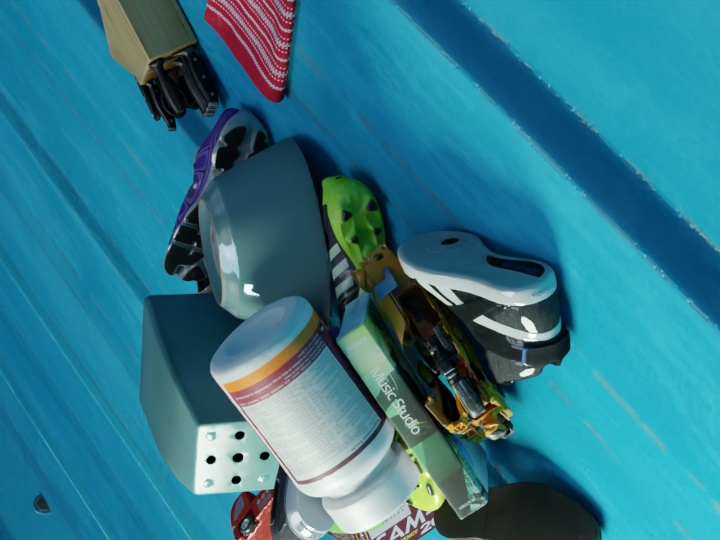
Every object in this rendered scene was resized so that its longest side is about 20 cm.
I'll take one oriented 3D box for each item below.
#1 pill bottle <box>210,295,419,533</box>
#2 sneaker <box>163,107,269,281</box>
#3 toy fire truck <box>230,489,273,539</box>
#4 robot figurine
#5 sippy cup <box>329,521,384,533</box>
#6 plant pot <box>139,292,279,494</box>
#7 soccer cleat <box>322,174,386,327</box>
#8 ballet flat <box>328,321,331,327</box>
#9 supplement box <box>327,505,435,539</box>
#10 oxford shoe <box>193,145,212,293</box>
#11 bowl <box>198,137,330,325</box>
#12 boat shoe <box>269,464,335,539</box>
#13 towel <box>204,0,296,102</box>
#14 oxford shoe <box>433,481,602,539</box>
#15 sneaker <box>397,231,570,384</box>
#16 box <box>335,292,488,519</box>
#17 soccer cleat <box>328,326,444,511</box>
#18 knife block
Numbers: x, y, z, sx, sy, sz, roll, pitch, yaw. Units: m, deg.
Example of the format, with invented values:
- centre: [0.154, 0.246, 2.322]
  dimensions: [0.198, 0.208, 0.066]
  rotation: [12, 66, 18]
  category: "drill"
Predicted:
- centre: [-0.038, 0.131, 1.592]
  dimensions: [0.201, 0.109, 0.109]
  rotation: [54, 161, -17]
  category: "pill bottle"
- centre: [-0.157, -0.082, 1.926]
  dimensions: [0.202, 0.080, 0.083]
  rotation: [-64, 28, 13]
  category: "sneaker"
- centre: [-0.077, 0.198, 1.928]
  dimensions: [0.049, 0.201, 0.141]
  rotation: [31, -165, -28]
  category: "toy fire truck"
- centre: [0.070, 0.075, 1.611]
  dimensions: [0.201, 0.058, 0.145]
  rotation: [60, -170, 26]
  category: "robot figurine"
- centre: [0.009, 0.175, 1.788]
  dimensions: [0.139, 0.129, 0.180]
  rotation: [19, -123, -64]
  category: "sippy cup"
- centre: [-0.148, 0.138, 1.862]
  dimensions: [0.201, 0.140, 0.143]
  rotation: [-114, 26, -54]
  category: "plant pot"
- centre: [0.000, 0.000, 1.751]
  dimensions: [0.081, 0.067, 0.202]
  rotation: [-134, 32, -61]
  category: "soccer cleat"
- centre: [-0.092, 0.031, 1.996]
  dimensions: [0.199, 0.068, 0.073]
  rotation: [25, 153, 52]
  category: "ballet flat"
- centre: [0.006, 0.240, 1.917]
  dimensions: [0.200, 0.108, 0.061]
  rotation: [18, 136, 62]
  category: "supplement box"
- centre: [-0.166, -0.054, 1.992]
  dimensions: [0.075, 0.057, 0.202]
  rotation: [-33, 59, 45]
  category: "oxford shoe"
- centre: [-0.104, -0.028, 1.819]
  dimensions: [0.201, 0.104, 0.203]
  rotation: [169, 90, -77]
  category: "bowl"
- centre: [-0.048, 0.179, 1.697]
  dimensions: [0.070, 0.202, 0.066]
  rotation: [32, 134, -26]
  category: "boat shoe"
- centre: [-0.111, -0.275, 1.752]
  dimensions: [0.145, 0.022, 0.201]
  rotation: [53, 155, 25]
  category: "towel"
- centre: [0.159, 0.236, 1.647]
  dimensions: [0.199, 0.071, 0.072]
  rotation: [5, 76, 52]
  category: "oxford shoe"
- centre: [0.103, 0.039, 1.533]
  dimensions: [0.199, 0.073, 0.113]
  rotation: [24, 133, 56]
  category: "sneaker"
- centre: [0.050, 0.120, 1.635]
  dimensions: [0.201, 0.036, 0.144]
  rotation: [54, -171, -8]
  category: "box"
- centre: [0.026, 0.137, 1.697]
  dimensions: [0.201, 0.084, 0.065]
  rotation: [53, 130, 4]
  category: "soccer cleat"
- centre: [-0.225, -0.262, 1.966]
  dimensions: [0.175, 0.064, 0.202]
  rotation: [37, 145, 48]
  category: "knife block"
